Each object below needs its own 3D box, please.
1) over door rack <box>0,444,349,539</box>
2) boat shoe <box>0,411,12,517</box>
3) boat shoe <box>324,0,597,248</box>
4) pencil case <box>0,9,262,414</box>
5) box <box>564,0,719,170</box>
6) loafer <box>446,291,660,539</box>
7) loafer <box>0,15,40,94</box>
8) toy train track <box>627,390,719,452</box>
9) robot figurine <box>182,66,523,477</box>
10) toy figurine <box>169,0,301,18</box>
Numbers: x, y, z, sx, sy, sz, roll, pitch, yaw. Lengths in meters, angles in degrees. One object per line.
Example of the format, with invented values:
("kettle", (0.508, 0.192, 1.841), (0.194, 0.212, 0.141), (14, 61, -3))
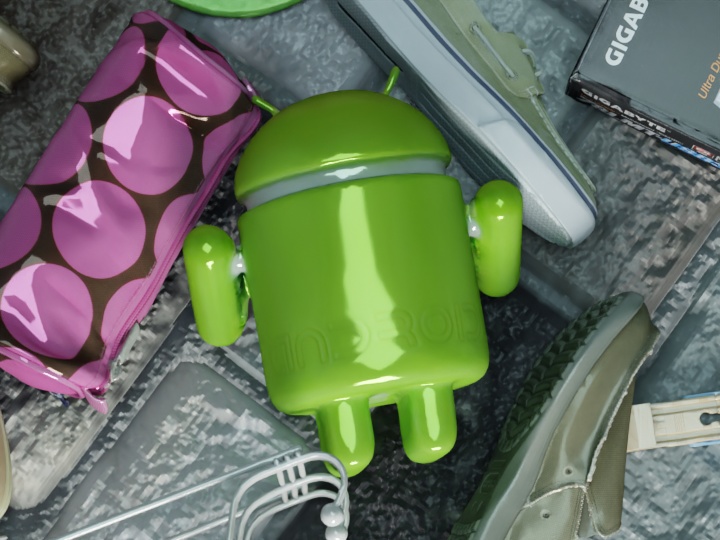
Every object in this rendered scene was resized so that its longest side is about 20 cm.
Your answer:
("over door rack", (-0.101, 0.141, 1.157), (0.198, 0.148, 0.067), (-10, 76, -2))
("boat shoe", (-0.236, 0.041, 1.210), (0.072, 0.065, 0.201), (-20, 82, -3))
("boat shoe", (0.062, -0.101, 1.231), (0.062, 0.072, 0.200), (-39, 83, -11))
("pencil case", (-0.125, -0.031, 1.211), (0.093, 0.091, 0.201), (26, 81, 15))
("box", (0.238, -0.142, 1.250), (0.197, 0.050, 0.201), (27, 82, 2))
("loafer", (0.104, 0.105, 1.207), (0.069, 0.075, 0.201), (29, 87, -8))
("loafer", (-0.264, -0.122, 1.233), (0.199, 0.076, 0.068), (16, 83, 12))
("toy train track", (0.230, 0.070, 1.226), (0.198, 0.033, 0.116), (-8, 82, -1))
("robot figurine", (0.000, 0.000, 1.192), (0.174, 0.116, 0.202), (-10, 82, -4))
("toy figurine", (-0.092, -0.223, 1.190), (0.198, 0.184, 0.151), (-1, 82, 0))
